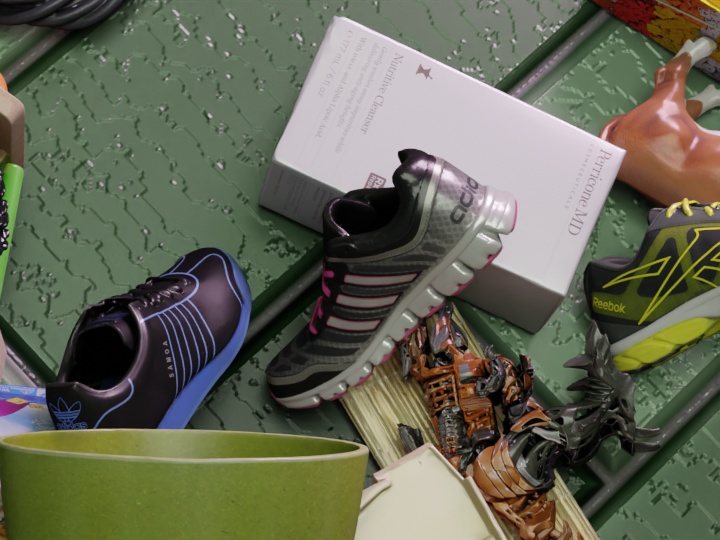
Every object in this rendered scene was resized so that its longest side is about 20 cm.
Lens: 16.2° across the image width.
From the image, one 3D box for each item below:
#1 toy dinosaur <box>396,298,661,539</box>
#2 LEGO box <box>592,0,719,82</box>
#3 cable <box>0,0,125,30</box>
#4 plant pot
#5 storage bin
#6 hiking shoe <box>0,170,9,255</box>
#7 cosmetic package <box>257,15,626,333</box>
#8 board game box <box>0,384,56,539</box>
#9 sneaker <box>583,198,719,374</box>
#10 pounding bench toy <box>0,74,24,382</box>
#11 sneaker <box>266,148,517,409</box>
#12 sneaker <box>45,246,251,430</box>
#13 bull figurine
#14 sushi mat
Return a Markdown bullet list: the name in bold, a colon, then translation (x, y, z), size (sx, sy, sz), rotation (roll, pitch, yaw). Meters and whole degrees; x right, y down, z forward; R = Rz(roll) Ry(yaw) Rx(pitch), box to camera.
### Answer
- **toy dinosaur**: translation (0.102, 0.103, 1.515), size (0.135, 0.102, 0.201), rotation (-31, 98, -2)
- **LEGO box**: translation (0.262, -0.230, 1.649), size (0.148, 0.077, 0.201), rotation (33, 71, 3)
- **cable**: translation (-0.208, -0.245, 1.605), size (0.163, 0.051, 0.200), rotation (-43, 86, -13)
- **plant pot**: translation (-0.091, 0.186, 1.266), size (0.186, 0.187, 0.202), rotation (1, 90, -8)
- **storage bin**: translation (0.051, 0.214, 1.406), size (0.093, 0.200, 0.199), rotation (-28, 79, -7)
- **hiking shoe**: translation (-0.255, -0.082, 1.404), size (0.086, 0.074, 0.201), rotation (-22, 67, -7)
- **cosmetic package**: translation (0.049, -0.058, 1.561), size (0.199, 0.081, 0.113), rotation (23, 69, 0)
- **board game box**: translation (-0.268, 0.101, 1.407), size (0.199, 0.200, 0.041), rotation (6, 103, -7)
- **sneaker**: translation (0.217, -0.014, 1.531), size (0.200, 0.074, 0.085), rotation (-35, 83, 20)
- **pounding bench toy**: translation (-0.253, -0.045, 1.489), size (0.200, 0.124, 0.156), rotation (35, 71, 3)
- **sneaker**: translation (0.000, 0.000, 1.491), size (0.087, 0.200, 0.074), rotation (40, 30, -12)
- **sneaker**: translation (-0.122, 0.038, 1.468), size (0.070, 0.078, 0.200), rotation (-7, 35, 25)
- **bull figurine**: translation (0.248, -0.053, 1.599), size (0.199, 0.065, 0.122), rotation (34, 67, 1)
- **sushi mat**: translation (0.069, 0.126, 1.542), size (0.095, 0.012, 0.201), rotation (-28, 79, -17)
